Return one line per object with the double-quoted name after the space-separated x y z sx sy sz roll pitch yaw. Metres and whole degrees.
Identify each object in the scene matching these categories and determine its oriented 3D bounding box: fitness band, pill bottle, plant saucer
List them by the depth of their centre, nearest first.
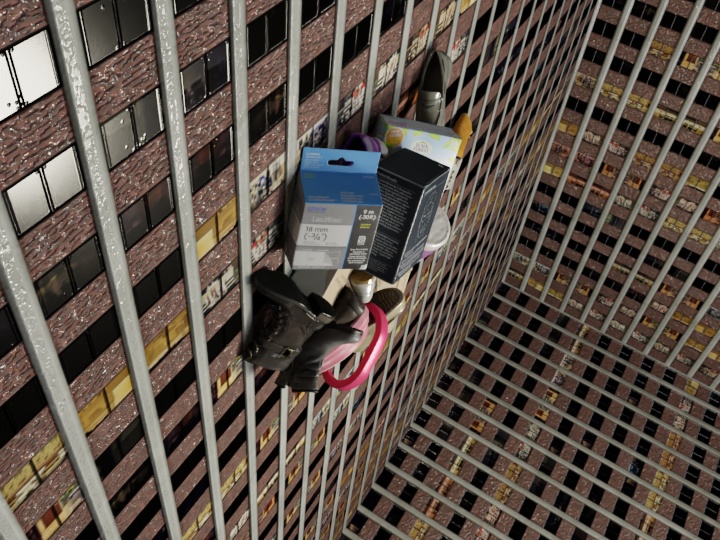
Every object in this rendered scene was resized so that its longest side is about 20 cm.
-0.058 0.147 1.537 0.199 0.051 0.201 -35 -169 8 "plant saucer"
-0.018 0.161 1.615 0.037 0.142 0.203 29 88 -51 "fitness band"
0.119 -0.076 1.734 0.113 0.112 0.200 -54 -172 -27 "pill bottle"

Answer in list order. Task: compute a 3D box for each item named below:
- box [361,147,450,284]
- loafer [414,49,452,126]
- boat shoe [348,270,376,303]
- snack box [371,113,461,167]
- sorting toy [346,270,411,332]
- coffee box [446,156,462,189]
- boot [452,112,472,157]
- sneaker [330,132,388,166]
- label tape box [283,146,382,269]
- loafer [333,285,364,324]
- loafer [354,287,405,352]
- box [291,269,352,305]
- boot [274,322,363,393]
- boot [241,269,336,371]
0.071 -0.103 1.380 0.148 0.106 0.203 -38 150 -58 "box"
0.143 -0.353 1.535 0.070 0.069 0.204 11 87 -64 "loafer"
0.000 0.000 1.548 0.201 0.069 0.071 -88 175 -61 "boat shoe"
0.089 -0.194 1.480 0.165 0.068 0.203 5 118 -23 "snack box"
0.011 0.064 1.693 0.182 0.037 0.203 1 125 -26 "sorting toy"
0.140 -0.234 1.650 0.199 0.112 0.081 -22 136 -66 "coffee box"
0.238 -0.341 1.881 0.202 0.070 0.146 70 43 -72 "boot"
-0.027 -0.163 1.335 0.203 0.080 0.088 -63 154 -5 "sneaker"
-0.042 -0.100 1.258 0.141 0.064 0.203 0 127 -21 "label tape box"
-0.049 0.063 1.528 0.071 0.074 0.200 -36 -169 -5 "loafer"
0.027 0.114 1.670 0.199 0.076 0.068 -38 138 18 "loafer"
-0.067 -0.004 1.429 0.202 0.077 0.095 -62 164 -5 "box"
-0.076 0.168 1.399 0.069 0.198 0.134 19 73 -42 "boot"
-0.153 0.102 1.317 0.174 0.070 0.199 -44 130 17 "boot"
